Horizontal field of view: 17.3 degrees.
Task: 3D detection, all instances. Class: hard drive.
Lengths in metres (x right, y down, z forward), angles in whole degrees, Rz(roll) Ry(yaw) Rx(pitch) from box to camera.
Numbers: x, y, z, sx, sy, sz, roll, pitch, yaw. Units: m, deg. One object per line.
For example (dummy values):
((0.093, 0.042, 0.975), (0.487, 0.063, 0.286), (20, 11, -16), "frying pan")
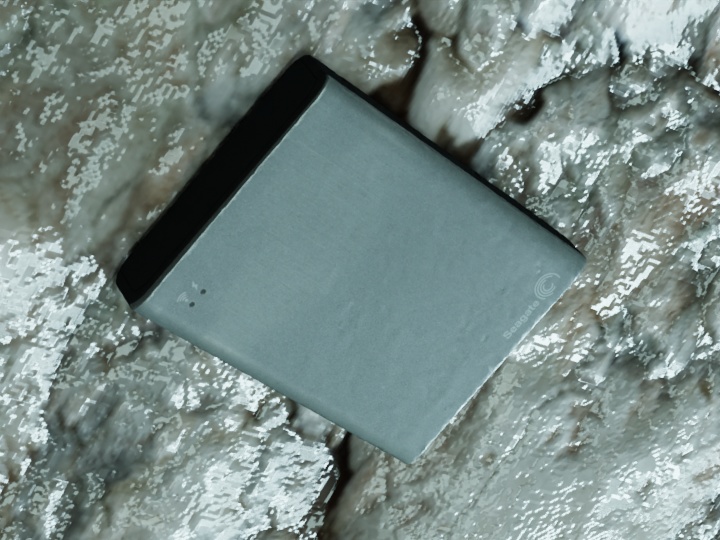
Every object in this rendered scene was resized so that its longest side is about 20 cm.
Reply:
((0.000, 0.000, 1.125), (0.140, 0.033, 0.200), (-49, 132, 10), "hard drive")
